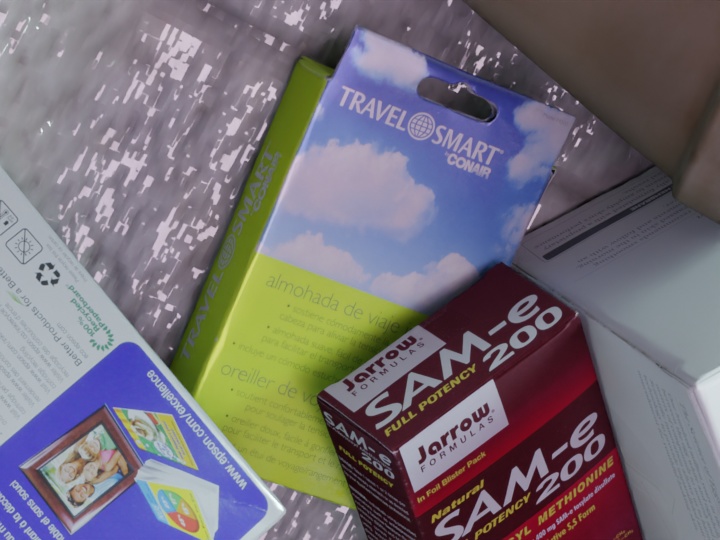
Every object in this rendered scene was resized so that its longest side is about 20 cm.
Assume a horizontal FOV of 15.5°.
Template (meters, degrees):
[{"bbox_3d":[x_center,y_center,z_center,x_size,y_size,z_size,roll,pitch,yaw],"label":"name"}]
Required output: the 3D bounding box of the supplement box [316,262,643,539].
[{"bbox_3d":[0.062,0.109,1.176,0.109,0.061,0.201,-36,130,-20],"label":"supplement box"}]

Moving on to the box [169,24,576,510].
[{"bbox_3d":[0.000,0.000,1.161,0.121,0.048,0.201,20,99,-25],"label":"box"}]

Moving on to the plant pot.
[{"bbox_3d":[0.130,-0.140,1.090,0.173,0.200,0.201,28,97,6],"label":"plant pot"}]

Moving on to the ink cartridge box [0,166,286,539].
[{"bbox_3d":[-0.164,0.086,1.057,0.200,0.043,0.198,-41,92,-27],"label":"ink cartridge box"}]

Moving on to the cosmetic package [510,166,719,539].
[{"bbox_3d":[0.180,0.075,1.167,0.123,0.200,0.200,-28,114,-10],"label":"cosmetic package"}]
